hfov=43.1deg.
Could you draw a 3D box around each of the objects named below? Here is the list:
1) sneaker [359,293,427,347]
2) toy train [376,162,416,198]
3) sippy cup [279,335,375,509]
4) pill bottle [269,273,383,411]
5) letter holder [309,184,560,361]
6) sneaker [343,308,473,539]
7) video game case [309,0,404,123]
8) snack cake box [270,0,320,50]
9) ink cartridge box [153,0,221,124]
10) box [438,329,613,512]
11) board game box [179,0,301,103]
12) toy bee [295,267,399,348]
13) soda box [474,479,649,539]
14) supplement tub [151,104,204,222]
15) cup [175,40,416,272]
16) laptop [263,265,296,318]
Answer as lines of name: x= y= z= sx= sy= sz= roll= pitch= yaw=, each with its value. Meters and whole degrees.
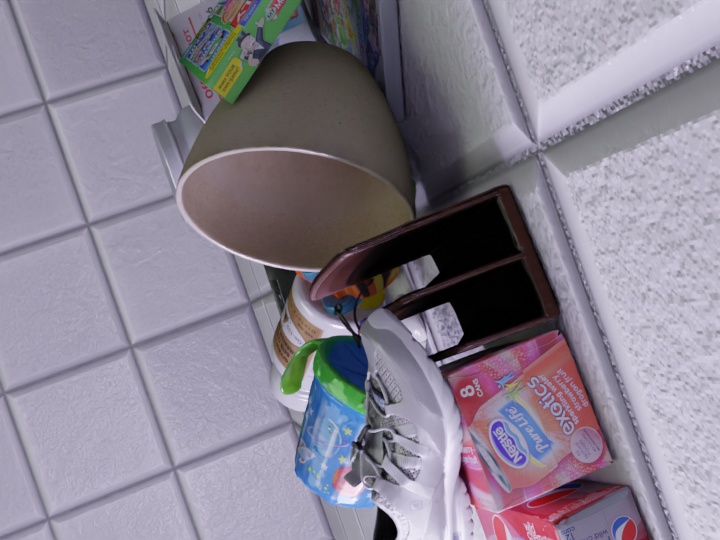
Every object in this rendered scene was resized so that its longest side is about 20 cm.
sneaker: x=0.024 y=0.097 z=1.053 sx=0.201 sy=0.083 sz=0.081 roll=87 pitch=159 yaw=-55
toy train: x=0.004 y=-0.132 z=0.891 sx=0.200 sy=0.041 sz=0.057 roll=-123 pitch=28 yaw=-45
sippy cup: x=-0.001 y=0.152 z=0.884 sx=0.131 sy=0.138 sz=0.178 roll=-67 pitch=22 yaw=18
pill bottle: x=-0.052 y=0.087 z=1.163 sx=0.115 sy=0.113 sz=0.201 roll=62 pitch=145 yaw=33
letter holder: x=0.043 y=0.026 z=0.716 sx=0.200 sy=0.141 sz=0.101 roll=130 pitch=119 yaw=-76
sneaker: x=0.025 y=0.124 z=0.635 sx=0.075 sy=0.081 sz=0.202 roll=-138 pitch=32 yaw=-65
video game case: x=-0.011 y=-0.244 z=0.828 sx=0.144 sy=0.018 sz=0.201 roll=84 pitch=162 yaw=-45
snack cake box: x=-0.102 y=-0.298 z=0.948 sx=0.115 sy=0.067 sz=0.202 roll=49 pitch=-161 yaw=-71
ink cartridge box: x=-0.135 y=-0.202 z=0.945 sx=0.200 sy=0.067 sz=0.117 roll=23 pitch=-137 yaw=-80
box: x=0.100 y=0.116 z=0.715 sx=0.200 sy=0.094 sz=0.104 roll=139 pitch=111 yaw=-77
board game box: x=-0.072 y=-0.237 z=0.742 sx=0.029 sy=0.201 sz=0.135 roll=32 pitch=-174 yaw=-26
toy bee: x=0.000 y=0.000 z=0.943 sx=0.200 sy=0.108 sz=0.131 roll=50 pitch=171 yaw=37
soda box: x=0.151 y=0.203 z=0.704 sx=0.200 sy=0.063 sz=0.071 roll=134 pitch=116 yaw=-77
supplement tub: x=-0.140 y=-0.148 z=1.113 sx=0.140 sy=0.198 sz=0.142 roll=160 pitch=90 yaw=-78
cup: x=-0.047 y=-0.107 z=0.780 sx=0.201 sy=0.198 sz=0.145 roll=95 pitch=-179 yaw=-63
laptop: x=-0.047 y=0.044 z=1.232 sx=0.103 sy=0.198 sz=0.179 roll=-36 pitch=-69 yaw=-64
